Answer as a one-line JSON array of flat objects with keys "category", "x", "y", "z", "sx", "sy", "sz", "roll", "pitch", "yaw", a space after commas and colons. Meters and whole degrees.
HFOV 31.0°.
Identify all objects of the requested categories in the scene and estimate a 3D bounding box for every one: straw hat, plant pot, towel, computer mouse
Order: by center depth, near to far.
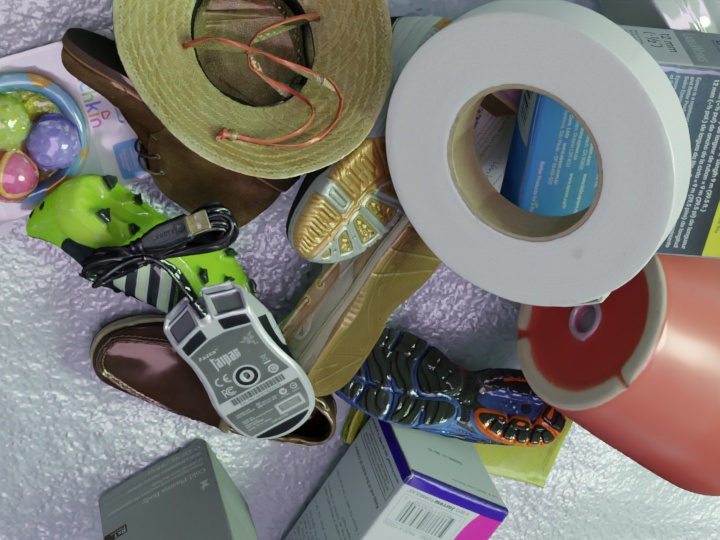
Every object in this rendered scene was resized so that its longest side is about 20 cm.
[{"category": "straw hat", "x": -0.078, "y": -0.153, "z": 0.890, "sx": 0.200, "sy": 0.085, "sz": 0.202, "roll": 2, "pitch": 82, "yaw": -14}, {"category": "computer mouse", "x": -0.102, "y": 0.041, "z": 0.923, "sx": 0.109, "sy": 0.044, "sz": 0.200, "roll": -28, "pitch": 122, "yaw": 5}, {"category": "plant pot", "x": 0.228, "y": 0.058, "z": 0.993, "sx": 0.177, "sy": 0.200, "sz": 0.201, "roll": 20, "pitch": 106, "yaw": -36}, {"category": "towel", "x": 0.088, "y": 0.130, "z": 1.104, "sx": 0.199, "sy": 0.018, "sz": 0.086, "roll": 16, "pitch": 108, "yaw": -22}]

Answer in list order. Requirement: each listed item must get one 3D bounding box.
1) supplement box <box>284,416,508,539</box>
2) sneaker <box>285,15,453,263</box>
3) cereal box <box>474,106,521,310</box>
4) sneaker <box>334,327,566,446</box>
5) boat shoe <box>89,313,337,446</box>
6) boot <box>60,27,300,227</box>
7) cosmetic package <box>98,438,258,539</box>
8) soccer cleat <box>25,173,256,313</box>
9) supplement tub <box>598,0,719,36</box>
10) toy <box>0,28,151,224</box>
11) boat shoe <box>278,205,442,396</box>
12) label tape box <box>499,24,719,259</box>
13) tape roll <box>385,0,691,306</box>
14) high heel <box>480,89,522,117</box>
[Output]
[{"category": "supplement box", "x": 0.014, "y": 0.227, "z": 1.066, "sx": 0.101, "sy": 0.103, "sz": 0.200, "roll": 26, "pitch": 109, "yaw": -26}, {"category": "sneaker", "x": 0.000, "y": -0.095, "z": 0.922, "sx": 0.200, "sy": 0.088, "sz": 0.076, "roll": -56, "pitch": 138, "yaw": -14}, {"category": "cereal box", "x": 0.118, "y": -0.063, "z": 1.018, "sx": 0.200, "sy": 0.040, "sz": 0.144, "roll": 36, "pitch": 98, "yaw": -26}, {"category": "sneaker", "x": 0.061, "y": 0.104, "z": 1.038, "sx": 0.199, "sy": 0.078, "sz": 0.076, "roll": 19, "pitch": 69, "yaw": -7}, {"category": "boat shoe", "x": -0.107, "y": 0.088, "z": 0.997, "sx": 0.202, "sy": 0.075, "sz": 0.075, "roll": 15, "pitch": 108, "yaw": -21}, {"category": "boot", "x": -0.138, "y": -0.093, "z": 0.913, "sx": 0.200, "sy": 0.074, "sz": 0.075, "roll": 35, "pitch": 110, "yaw": -33}, {"category": "cosmetic package", "x": -0.129, "y": 0.232, "z": 0.982, "sx": 0.107, "sy": 0.200, "sz": 0.090, "roll": -29, "pitch": 118, "yaw": -3}, {"category": "soccer cleat", "x": -0.154, "y": -0.005, "z": 0.956, "sx": 0.081, "sy": 0.068, "sz": 0.200, "roll": -19, "pitch": 139, "yaw": 34}, {"category": "supplement tub", "x": 0.284, "y": -0.229, "z": 0.937, "sx": 0.200, "sy": 0.140, "sz": 0.141, "roll": -33, "pitch": 117, "yaw": 0}, {"category": "toy", "x": -0.252, "y": -0.082, "z": 0.898, "sx": 0.199, "sy": 0.047, "sz": 0.116, "roll": -17, "pitch": 118, "yaw": -8}, {"category": "boat shoe", "x": 0.000, "y": 0.000, "z": 0.967, "sx": 0.200, "sy": 0.069, "sz": 0.074, "roll": -53, "pitch": 147, "yaw": 15}, {"category": "label tape box", "x": 0.207, "y": -0.087, "z": 0.888, "sx": 0.199, "sy": 0.066, "sz": 0.144, "roll": 3, "pitch": 123, "yaw": -8}, {"category": "tape roll", "x": 0.111, "y": -0.073, "z": 0.832, "sx": 0.202, "sy": 0.037, "sz": 0.203, "roll": 15, "pitch": 123, "yaw": 24}, {"category": "high heel", "x": 0.163, "y": -0.125, "z": 0.961, "sx": 0.200, "sy": 0.067, "sz": 0.096, "roll": 32, "pitch": 77, "yaw": -26}]
